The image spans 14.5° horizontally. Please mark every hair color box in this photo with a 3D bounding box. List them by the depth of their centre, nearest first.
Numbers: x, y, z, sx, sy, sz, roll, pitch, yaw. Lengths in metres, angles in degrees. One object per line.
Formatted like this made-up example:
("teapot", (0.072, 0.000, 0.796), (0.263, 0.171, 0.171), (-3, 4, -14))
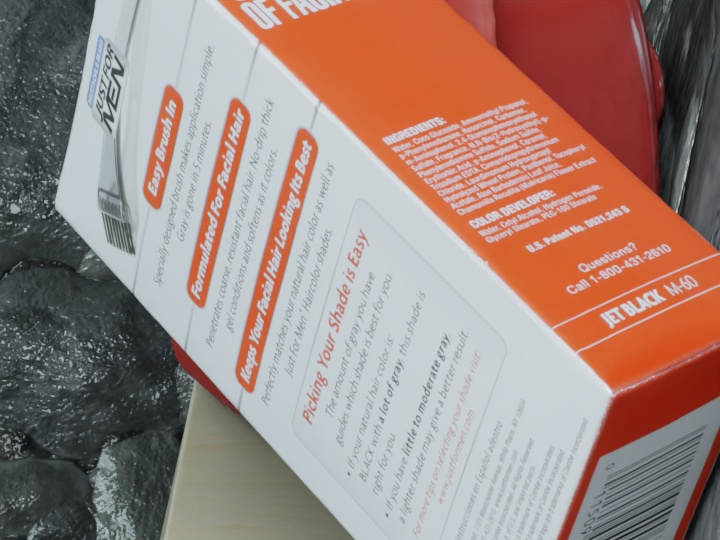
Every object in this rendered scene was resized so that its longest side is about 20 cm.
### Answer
("hair color box", (0.007, -0.004, 0.729), (0.200, 0.064, 0.111), (45, 139, 28))

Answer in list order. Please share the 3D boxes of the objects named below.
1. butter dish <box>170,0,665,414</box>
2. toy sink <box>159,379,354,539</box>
("butter dish", (0.028, -0.045, 0.870), (0.199, 0.147, 0.202), (24, 124, 54))
("toy sink", (-0.018, 0.144, 1.033), (0.112, 0.129, 0.201), (-82, 4, -47))
